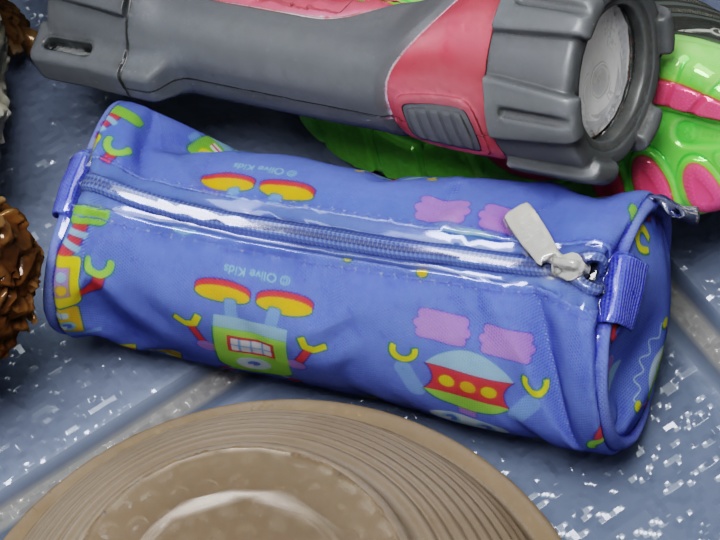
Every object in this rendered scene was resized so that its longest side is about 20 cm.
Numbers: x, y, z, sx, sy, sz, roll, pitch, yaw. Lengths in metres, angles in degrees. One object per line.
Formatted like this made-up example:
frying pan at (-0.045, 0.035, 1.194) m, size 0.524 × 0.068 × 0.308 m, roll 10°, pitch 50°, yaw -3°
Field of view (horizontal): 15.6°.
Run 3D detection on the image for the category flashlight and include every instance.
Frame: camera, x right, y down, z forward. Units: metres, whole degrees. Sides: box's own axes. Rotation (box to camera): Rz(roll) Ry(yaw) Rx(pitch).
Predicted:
flashlight at (-0.005, -0.076, 0.810) m, size 0.199 × 0.068 × 0.068 m, roll 15°, pitch 101°, yaw 33°

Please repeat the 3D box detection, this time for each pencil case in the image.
pencil case at (0.000, 0.000, 0.810) m, size 0.199 × 0.087 × 0.078 m, roll 11°, pitch 68°, yaw 14°

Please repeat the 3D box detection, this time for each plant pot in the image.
plant pot at (-0.028, 0.113, 0.741) m, size 0.199 × 0.093 × 0.202 m, roll -3°, pitch 58°, yaw 4°

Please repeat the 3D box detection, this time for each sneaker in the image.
sneaker at (0.053, -0.067, 0.864) m, size 0.199 × 0.077 × 0.084 m, roll 20°, pitch 27°, yaw 26°

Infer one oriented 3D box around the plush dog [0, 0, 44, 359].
plush dog at (-0.168, -0.030, 0.839) m, size 0.199 × 0.160 × 0.173 m, roll -13°, pitch 69°, yaw 33°
